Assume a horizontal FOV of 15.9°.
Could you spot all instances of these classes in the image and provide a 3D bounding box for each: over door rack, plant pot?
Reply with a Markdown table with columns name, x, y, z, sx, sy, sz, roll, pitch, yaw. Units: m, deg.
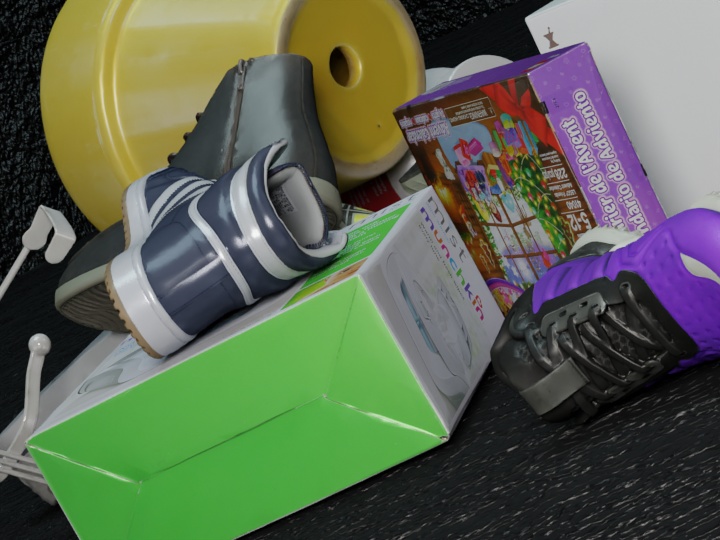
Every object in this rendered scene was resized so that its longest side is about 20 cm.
| name | x | y | z | sx | sy | sz | roll | pitch | yaw |
| --- | --- | --- | --- | --- | --- | --- | --- | --- | --- |
| over door rack | -0.164 | 0.045 | 1.467 | 0.200 | 0.147 | 0.067 | -49 | 40 | 30 |
| plant pot | -0.067 | -0.113 | 1.614 | 0.188 | 0.202 | 0.200 | -7 | 19 | 46 |

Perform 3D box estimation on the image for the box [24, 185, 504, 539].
| name | x | y | z | sx | sy | sz | roll | pitch | yaw |
| --- | --- | --- | --- | --- | --- | --- | --- | --- | --- |
| box | -0.041 | 0.059 | 1.315 | 0.199 | 0.097 | 0.177 | -26 | 9 | 20 |

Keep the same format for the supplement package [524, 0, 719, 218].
| name | x | y | z | sx | sy | sz | roll | pitch | yaw |
| --- | --- | --- | --- | --- | --- | --- | --- | --- | --- |
| supplement package | 0.226 | -0.123 | 1.369 | 0.200 | 0.151 | 0.151 | -33 | 10 | -38 |

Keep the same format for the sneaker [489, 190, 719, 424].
| name | x | y | z | sx | sy | sz | roll | pitch | yaw |
| --- | --- | --- | --- | --- | --- | --- | --- | --- | --- |
| sneaker | 0.114 | 0.028 | 1.105 | 0.099 | 0.070 | 0.200 | -37 | 6 | -18 |

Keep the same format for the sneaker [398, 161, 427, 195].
| name | x | y | z | sx | sy | sz | roll | pitch | yaw |
| --- | --- | --- | --- | --- | --- | --- | --- | --- | --- |
| sneaker | 0.103 | -0.059 | 1.475 | 0.078 | 0.086 | 0.200 | -47 | 9 | -21 |

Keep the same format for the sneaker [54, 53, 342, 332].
| name | x | y | z | sx | sy | sz | roll | pitch | yaw |
| --- | --- | --- | --- | --- | --- | --- | --- | --- | --- |
| sneaker | -0.094 | -0.041 | 1.491 | 0.199 | 0.107 | 0.075 | -25 | -36 | 28 |

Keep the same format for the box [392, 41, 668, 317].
| name | x | y | z | sx | sy | sz | roll | pitch | yaw |
| --- | --- | --- | --- | --- | --- | --- | --- | --- | --- |
| box | 0.092 | -0.038 | 1.328 | 0.039 | 0.138 | 0.200 | -29 | 7 | -17 |

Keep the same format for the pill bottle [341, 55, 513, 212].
| name | x | y | z | sx | sy | sz | roll | pitch | yaw |
| --- | --- | --- | --- | --- | --- | --- | --- | --- | --- |
| pill bottle | 0.041 | -0.064 | 1.698 | 0.112 | 0.113 | 0.200 | -32 | -1 | -35 |

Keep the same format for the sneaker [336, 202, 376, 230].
| name | x | y | z | sx | sy | sz | roll | pitch | yaw |
| --- | --- | --- | --- | --- | --- | --- | --- | --- | --- |
| sneaker | 0.000 | 0.000 | 1.494 | 0.199 | 0.076 | 0.076 | 27 | 21 | 38 |

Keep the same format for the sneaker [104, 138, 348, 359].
| name | x | y | z | sx | sy | sz | roll | pitch | yaw |
| --- | --- | --- | --- | --- | --- | --- | --- | --- | --- |
| sneaker | -0.064 | -0.026 | 1.312 | 0.108 | 0.070 | 0.200 | -32 | 15 | 10 |

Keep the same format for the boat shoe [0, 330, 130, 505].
| name | x | y | z | sx | sy | sz | roll | pitch | yaw |
| --- | --- | --- | --- | --- | --- | --- | --- | --- | --- |
| boat shoe | -0.144 | 0.071 | 1.582 | 0.200 | 0.066 | 0.072 | -42 | 5 | 19 |
